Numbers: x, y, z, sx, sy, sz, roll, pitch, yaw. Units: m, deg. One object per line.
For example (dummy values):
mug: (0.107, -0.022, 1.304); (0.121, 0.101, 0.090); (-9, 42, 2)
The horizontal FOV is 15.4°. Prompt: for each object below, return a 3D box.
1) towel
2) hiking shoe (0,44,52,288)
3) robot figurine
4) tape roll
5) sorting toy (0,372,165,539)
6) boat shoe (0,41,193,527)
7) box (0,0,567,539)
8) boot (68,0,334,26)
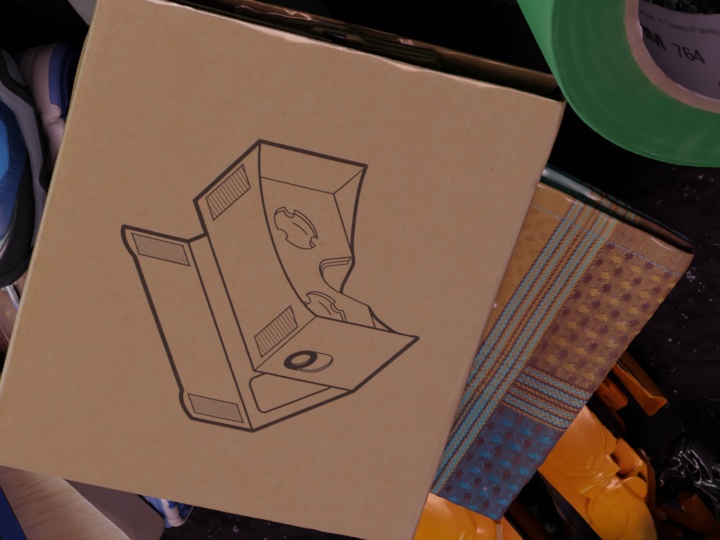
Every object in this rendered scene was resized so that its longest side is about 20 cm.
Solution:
towel: (0.000, 0.000, 0.957); (0.199, 0.022, 0.147); (25, 121, -15)
hiking shoe: (-0.175, -0.080, 0.923); (0.074, 0.087, 0.201); (-20, 98, 25)
robot figurine: (0.078, 0.089, 1.055); (0.145, 0.058, 0.200); (-31, 114, 24)
tape roll: (0.146, -0.119, 0.864); (0.199, 0.048, 0.201); (-14, 142, -11)
sorting toy: (-0.214, 0.087, 1.038); (0.199, 0.070, 0.199); (44, 138, -21)
boat shoe: (-0.113, 0.009, 1.023); (0.072, 0.072, 0.201); (-8, 112, 17)
box: (-0.032, 0.001, 0.932); (0.162, 0.021, 0.201); (13, 122, -9)
boot: (-0.018, -0.088, 0.943); (0.181, 0.073, 0.201); (-20, 116, 22)
